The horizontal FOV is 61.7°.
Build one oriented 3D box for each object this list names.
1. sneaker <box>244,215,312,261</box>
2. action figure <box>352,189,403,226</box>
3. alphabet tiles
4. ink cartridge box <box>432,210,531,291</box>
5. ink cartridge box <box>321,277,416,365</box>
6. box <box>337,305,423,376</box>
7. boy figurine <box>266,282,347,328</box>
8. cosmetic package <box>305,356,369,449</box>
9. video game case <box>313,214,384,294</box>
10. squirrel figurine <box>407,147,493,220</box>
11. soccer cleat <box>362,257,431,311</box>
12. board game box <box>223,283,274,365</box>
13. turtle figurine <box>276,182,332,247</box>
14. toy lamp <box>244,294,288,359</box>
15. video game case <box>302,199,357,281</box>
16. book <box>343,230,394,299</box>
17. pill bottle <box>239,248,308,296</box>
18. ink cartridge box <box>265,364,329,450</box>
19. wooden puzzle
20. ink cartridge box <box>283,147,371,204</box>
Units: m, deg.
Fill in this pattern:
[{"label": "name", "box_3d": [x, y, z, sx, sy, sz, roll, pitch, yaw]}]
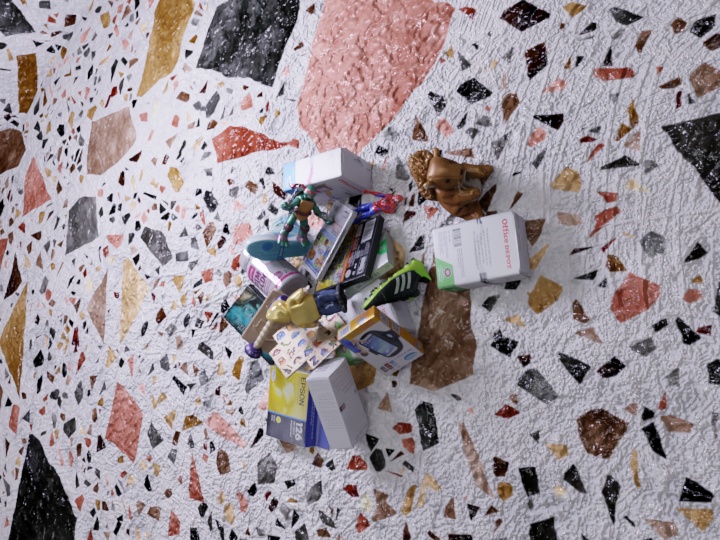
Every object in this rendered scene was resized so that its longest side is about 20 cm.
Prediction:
[{"label": "sneaker", "box_3d": [-0.245, -0.096, 1.691, 0.131, 0.200, 0.080, 57, 134, 37]}, {"label": "action figure", "box_3d": [0.012, -0.167, 1.571, 0.200, 0.099, 0.065, -17, 64, 29]}, {"label": "alphabet tiles", "box_3d": [-0.135, 0.173, 1.519, 0.200, 0.008, 0.167, -43, 51, -1]}, {"label": "ink cartridge box", "box_3d": [0.275, -0.039, 1.372, 0.200, 0.084, 0.146, -11, 76, 33]}, {"label": "ink cartridge box", "box_3d": [0.020, 0.132, 1.519, 0.200, 0.087, 0.146, -35, 64, 27]}, {"label": "box", "box_3d": [0.056, 0.176, 1.426, 0.119, 0.200, 0.042, -36, 30, 26]}, {"label": "boy figurine", "box_3d": [-0.132, 0.095, 1.485, 0.200, 0.125, 0.064, -15, 32, 11]}, {"label": "cosmetic package", "box_3d": [-0.054, 0.325, 1.477, 0.074, 0.102, 0.200, -11, 107, 30]}, {"label": "video game case", "box_3d": [-0.029, -0.037, 1.552, 0.181, 0.025, 0.200, -20, 42, 38]}, {"label": "squirrel figurine", "box_3d": [0.189, -0.209, 1.399, 0.200, 0.187, 0.142, 17, 92, 36]}, {"label": "soccer cleat", "box_3d": [0.091, 0.047, 1.431, 0.081, 0.200, 0.068, 52, 151, 3]}, {"label": "board game box", "box_3d": [-0.282, 0.153, 1.712, 0.200, 0.028, 0.135, 43, 111, 8]}, {"label": "turtle figurine", "box_3d": [-0.148, -0.151, 1.583, 0.101, 0.149, 0.200, -103, 31, -48]}, {"label": "toy lamp", "box_3d": [-0.240, 0.146, 1.581, 0.200, 0.058, 0.058, -54, 57, 28]}, {"label": "video game case", "box_3d": [-0.084, -0.082, 1.589, 0.200, 0.018, 0.143, -61, 27, 7]}, {"label": "book", "box_3d": [0.000, 0.000, 1.542, 0.200, 0.048, 0.134, -35, 28, 22]}, {"label": "pill bottle", "box_3d": [-0.251, 0.010, 1.712, 0.200, 0.113, 0.114, 38, 104, 34]}, {"label": "ink cartridge box", "box_3d": [-0.166, 0.368, 1.625, 0.200, 0.047, 0.198, 4, 89, 37]}, {"label": "wooden puzzle", "box_3d": [-0.200, 0.157, 1.637, 0.185, 0.046, 0.200, 33, 116, -8]}, {"label": "ink cartridge box", "box_3d": [-0.088, -0.250, 1.624, 0.200, 0.144, 0.085, -10, 74, 33]}]
